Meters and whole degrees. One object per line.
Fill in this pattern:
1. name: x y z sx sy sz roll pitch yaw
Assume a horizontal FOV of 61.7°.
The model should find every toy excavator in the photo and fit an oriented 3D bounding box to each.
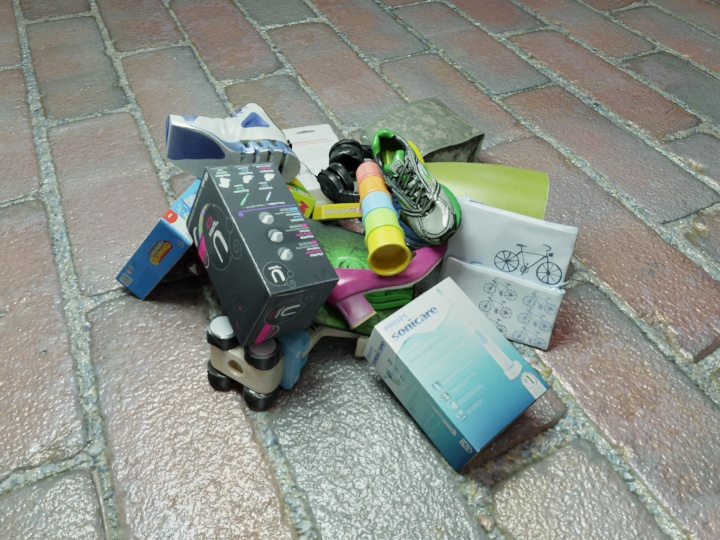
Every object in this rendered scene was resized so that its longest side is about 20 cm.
1. toy excavator: -0.094 0.098 0.857 0.192 0.101 0.200 24 40 18

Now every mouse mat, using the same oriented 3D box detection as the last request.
1. mouse mat: -0.012 0.013 0.879 0.197 0.008 0.163 14 62 -13

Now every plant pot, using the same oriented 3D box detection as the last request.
1. plant pot: 0.168 -0.095 0.962 0.197 0.189 0.189 17 45 1

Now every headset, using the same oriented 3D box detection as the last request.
1. headset: -0.037 -0.181 1.037 0.197 0.095 0.125 9 53 18

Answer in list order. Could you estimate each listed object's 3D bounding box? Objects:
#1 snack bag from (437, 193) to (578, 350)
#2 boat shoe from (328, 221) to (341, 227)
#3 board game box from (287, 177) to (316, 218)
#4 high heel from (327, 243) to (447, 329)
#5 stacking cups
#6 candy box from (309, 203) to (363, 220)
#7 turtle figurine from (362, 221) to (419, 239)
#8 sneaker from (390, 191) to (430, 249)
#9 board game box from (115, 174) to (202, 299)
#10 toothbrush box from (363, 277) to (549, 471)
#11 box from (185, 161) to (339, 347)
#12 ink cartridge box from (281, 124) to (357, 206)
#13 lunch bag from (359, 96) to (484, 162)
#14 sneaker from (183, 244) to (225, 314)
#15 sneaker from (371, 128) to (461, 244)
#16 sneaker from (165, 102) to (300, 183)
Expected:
1. snack bag: 0.210 0.005 0.886 0.186 0.203 0.021 17 27 15
2. boat shoe: -0.097 -0.012 0.977 0.073 0.066 0.200 25 49 21
3. board game box: -0.137 -0.107 0.997 0.047 0.103 0.200 20 15 -26
4. high heel: 0.033 -0.009 0.863 0.199 0.067 0.097 -35 91 -16
5. stacking cups: 0.029 -0.082 0.871 0.059 0.061 0.202 -3 43 -5
6. candy box: -0.055 -0.094 0.998 0.101 0.027 0.199 -3 4 -26
7. turtle figurine: 0.000 0.000 0.949 0.197 0.101 0.152 0 74 -22
8. sneaker: 0.081 -0.105 1.060 0.198 0.090 0.079 26 49 14
9. board game box: -0.276 -0.075 0.946 0.056 0.199 0.197 41 46 -15
10. toothbrush box: 0.122 0.132 0.799 0.145 0.086 0.200 -31 69 -29
11. box: -0.133 -0.025 0.780 0.105 0.123 0.201 -13 61 -37
12. ink cartridge box: -0.086 -0.196 1.161 0.115 0.068 0.201 -11 47 -13
13. lunch bag: 0.114 -0.240 1.180 0.198 0.119 0.164 -21 50 -29
14. sneaker: -0.229 0.011 0.954 0.113 0.077 0.201 -4 34 1
15. sneaker: 0.071 -0.120 0.866 0.078 0.085 0.201 -41 63 17
16. sneaker: -0.192 -0.197 0.901 0.197 0.081 0.116 8 44 -26
